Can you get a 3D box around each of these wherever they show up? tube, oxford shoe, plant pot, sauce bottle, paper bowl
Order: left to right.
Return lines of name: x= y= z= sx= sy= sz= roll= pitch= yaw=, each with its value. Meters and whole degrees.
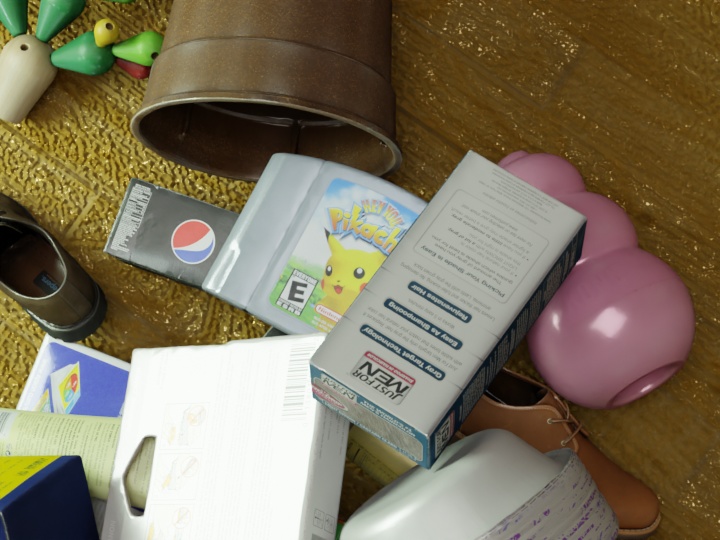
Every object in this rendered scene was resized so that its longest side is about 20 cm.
oxford shoe: x=-0.279 y=-0.028 z=1.627 sx=0.200 sy=0.084 sz=0.073 roll=30 pitch=75 yaw=24
tube: x=-0.206 y=0.136 z=1.572 sx=0.199 sy=0.052 sz=0.058 roll=5 pitch=114 yaw=16
plant pot: x=-0.057 y=-0.185 z=1.585 sx=0.200 sy=0.200 sz=0.199 roll=6 pitch=76 yaw=7
sauce bottle: x=0.007 y=0.112 z=1.594 sx=0.200 sy=0.066 sz=0.066 roll=40 pitch=88 yaw=10
paper bowl: x=0.066 y=0.183 z=1.450 sx=0.200 sy=0.201 sz=0.105 roll=-33 pitch=93 yaw=1
oxford shoe: x=0.139 y=0.127 z=1.556 sx=0.200 sy=0.071 sz=0.071 roll=31 pitch=126 yaw=-1

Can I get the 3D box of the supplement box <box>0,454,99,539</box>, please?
supplement box: x=-0.299 y=0.202 z=1.534 sx=0.199 sy=0.109 sz=0.110 roll=-3 pitch=106 yaw=26

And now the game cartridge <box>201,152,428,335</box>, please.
game cartridge: x=0.000 y=0.000 z=1.547 sx=0.200 sy=0.040 sz=0.134 roll=27 pitch=81 yaw=13

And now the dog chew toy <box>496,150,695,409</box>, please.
dog chew toy: x=0.158 y=0.000 z=1.567 sx=0.124 sy=0.125 sz=0.200 roll=-30 pitch=73 yaw=2

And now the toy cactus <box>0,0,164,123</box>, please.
toy cactus: x=-0.241 y=-0.194 z=1.662 sx=0.200 sy=0.102 sz=0.165 roll=33 pitch=106 yaw=7

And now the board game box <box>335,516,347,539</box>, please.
board game box: x=-0.093 y=0.259 z=1.594 sx=0.101 sy=0.048 sz=0.200 roll=25 pitch=86 yaw=9

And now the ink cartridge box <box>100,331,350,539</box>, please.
ink cartridge box: x=-0.095 y=0.149 z=1.508 sx=0.176 sy=0.045 sz=0.201 roll=-5 pitch=67 yaw=33

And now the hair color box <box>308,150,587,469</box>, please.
hair color box: x=0.061 y=0.025 z=1.461 sx=0.100 sy=0.061 sz=0.200 roll=31 pitch=66 yaw=16

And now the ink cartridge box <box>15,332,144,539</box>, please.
ink cartridge box: x=-0.184 y=0.172 z=1.602 sx=0.199 sy=0.047 sz=0.198 roll=20 pitch=84 yaw=19

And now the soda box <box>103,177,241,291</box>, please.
soda box: x=-0.087 y=-0.006 z=1.616 sx=0.199 sy=0.071 sz=0.064 roll=20 pitch=86 yaw=9
